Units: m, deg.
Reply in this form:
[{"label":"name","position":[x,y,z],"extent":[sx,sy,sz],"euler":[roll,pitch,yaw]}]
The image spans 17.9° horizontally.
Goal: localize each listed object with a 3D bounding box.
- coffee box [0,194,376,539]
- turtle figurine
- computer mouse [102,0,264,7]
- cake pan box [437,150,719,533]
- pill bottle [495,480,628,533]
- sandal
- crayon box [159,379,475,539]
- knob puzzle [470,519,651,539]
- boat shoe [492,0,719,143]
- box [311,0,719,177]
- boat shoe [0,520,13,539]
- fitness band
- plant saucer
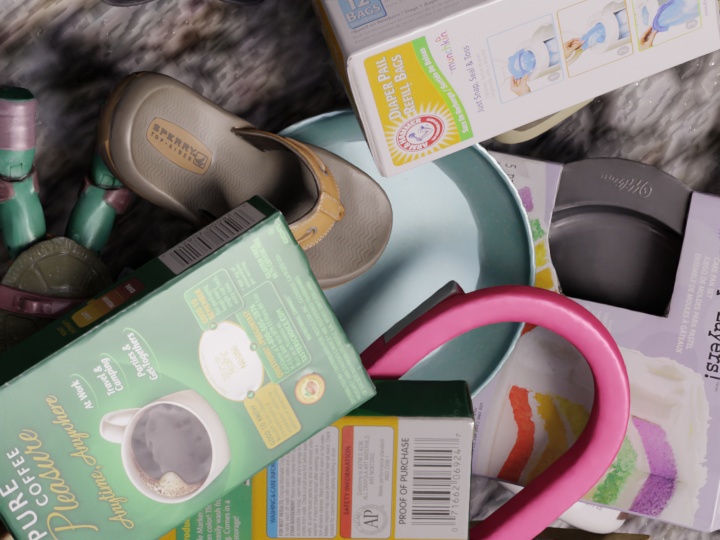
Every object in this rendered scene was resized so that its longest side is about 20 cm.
[{"label":"coffee box","position":[-0.103,0.064,1.160],"extent":[0.199,0.044,0.123],"euler":[-34,117,-10]},{"label":"turtle figurine","position":[-0.166,0.009,1.201],"extent":[0.149,0.100,0.201],"euler":[2,103,-38]},{"label":"computer mouse","position":[-0.085,-0.228,1.172],"extent":[0.140,0.046,0.201],"euler":[-11,129,-33]},{"label":"cake pan box","position":[0.144,0.036,1.339],"extent":[0.052,0.183,0.201],"euler":[2,101,-72]},{"label":"pill bottle","position":[0.158,0.053,1.419],"extent":[0.109,0.109,0.201],"euler":[22,99,-38]},{"label":"sandal","position":[-0.050,-0.046,1.199],"extent":[0.200,0.054,0.082],"euler":[33,71,-41]},{"label":"crayon box","position":[-0.039,0.125,1.259],"extent":[0.198,0.052,0.127],"euler":[1,113,-2]},{"label":"knob puzzle","position":[0.058,0.189,1.376],"extent":[0.218,0.219,0.031],"euler":[-7,101,-30]},{"label":"boat shoe","position":[0.143,-0.158,1.332],"extent":[0.200,0.075,0.069],"euler":[-40,133,-10]},{"label":"box","position":[0.077,-0.151,1.222],"extent":[0.199,0.113,0.102],"euler":[-22,142,-2]},{"label":"boat shoe","position":[-0.160,0.117,1.268],"extent":[0.200,0.071,0.065],"euler":[-46,128,-8]},{"label":"fitness band","position":[0.059,0.092,1.294],"extent":[0.200,0.037,0.144],"euler":[-41,103,14]},{"label":"plant saucer","position":[0.000,0.000,1.308],"extent":[0.199,0.036,0.201],"euler":[-3,108,-9]}]
